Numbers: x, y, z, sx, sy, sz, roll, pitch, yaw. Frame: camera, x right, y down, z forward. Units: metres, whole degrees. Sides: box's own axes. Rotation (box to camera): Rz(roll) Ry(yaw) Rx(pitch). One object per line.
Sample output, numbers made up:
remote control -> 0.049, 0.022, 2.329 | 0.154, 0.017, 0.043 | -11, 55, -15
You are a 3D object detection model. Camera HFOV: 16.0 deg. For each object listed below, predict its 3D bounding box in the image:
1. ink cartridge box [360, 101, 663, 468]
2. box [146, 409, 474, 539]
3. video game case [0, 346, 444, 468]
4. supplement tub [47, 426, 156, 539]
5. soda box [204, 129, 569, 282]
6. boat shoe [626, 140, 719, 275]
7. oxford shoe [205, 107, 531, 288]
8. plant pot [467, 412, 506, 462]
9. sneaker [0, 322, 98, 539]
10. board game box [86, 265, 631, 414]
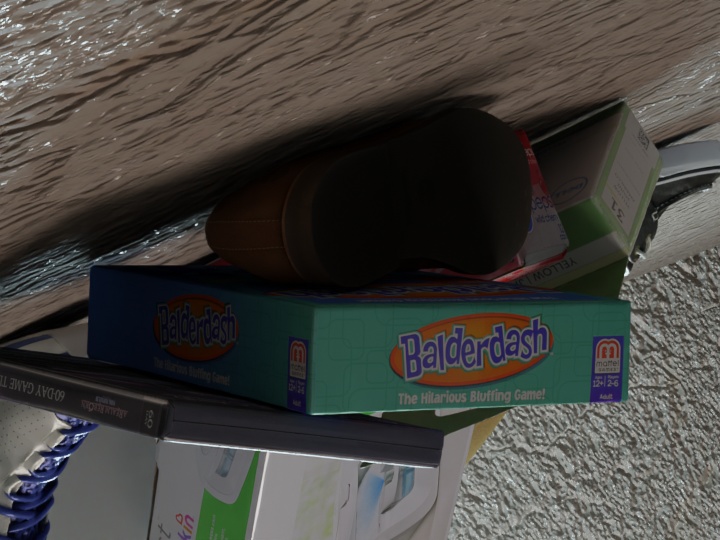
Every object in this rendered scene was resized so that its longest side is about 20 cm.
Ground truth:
ink cartridge box -> 0.069, 0.005, 1.304 | 0.145, 0.048, 0.200 | -24, -160, 29
box -> -0.027, 0.098, 1.519 | 0.176, 0.097, 0.201 | -19, 134, -38
video game case -> -0.083, 0.053, 1.055 | 0.142, 0.019, 0.199 | 9, -179, -41
supplement tub -> -0.127, 0.126, 1.661 | 0.144, 0.145, 0.200 | -24, 175, 25
soda box -> 0.000, 0.000, 1.269 | 0.199, 0.070, 0.063 | -24, 174, 28
boat shoe -> 0.162, -0.029, 1.712 | 0.199, 0.071, 0.072 | -22, 175, -18
oxford shoe -> 0.008, -0.031, 1.080 | 0.071, 0.072, 0.200 | -2, -177, 34
plant pot -> 0.056, 0.119, 2.399 | 0.200, 0.187, 0.186 | -36, 174, 5
sneaker -> -0.176, 0.101, 1.311 | 0.199, 0.116, 0.080 | -25, 176, 25
board game box -> -0.005, 0.025, 1.078 | 0.151, 0.045, 0.200 | 0, -175, -32
